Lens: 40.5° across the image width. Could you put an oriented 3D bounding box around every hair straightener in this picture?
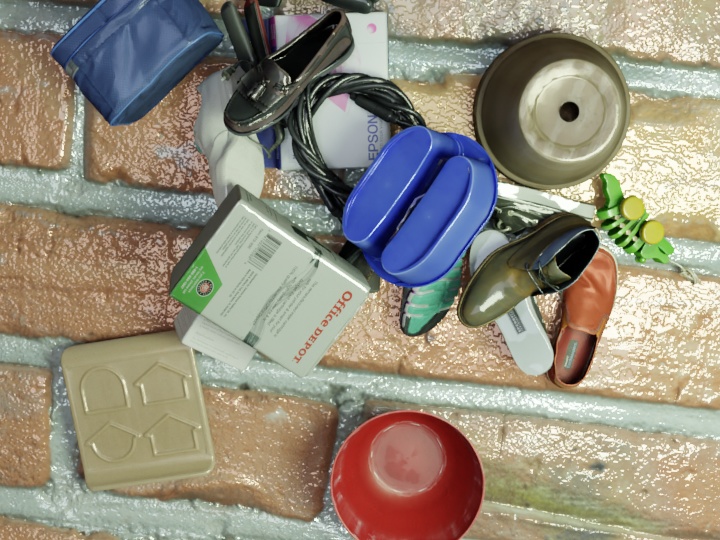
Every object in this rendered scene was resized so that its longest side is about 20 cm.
[{"bbox_3d":[-0.144,-0.238,1.225,0.077,0.041,0.201,-17,99,-34],"label":"hair straightener"}]

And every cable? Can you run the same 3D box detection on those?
[{"bbox_3d":[0.001,-0.162,1.222,0.163,0.051,0.201,-28,99,9],"label":"cable"}]

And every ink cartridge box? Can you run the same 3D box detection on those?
[{"bbox_3d":[-0.110,0.015,1.190,0.200,0.083,0.147,36,100,-19],"label":"ink cartridge box"},{"bbox_3d":[-0.061,-0.229,1.260,0.199,0.043,0.198,-2,99,2],"label":"ink cartridge box"}]

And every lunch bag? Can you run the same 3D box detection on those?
[{"bbox_3d":[-0.274,-0.291,1.212,0.200,0.136,0.132,-41,95,8],"label":"lunch bag"}]

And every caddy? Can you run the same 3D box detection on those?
[{"bbox_3d":[0.073,-0.075,1.166,0.141,0.105,0.200,40,101,22],"label":"caddy"}]

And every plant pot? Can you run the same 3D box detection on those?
[{"bbox_3d":[0.239,-0.192,1.183,0.199,0.174,0.201,1,99,4],"label":"plant pot"}]

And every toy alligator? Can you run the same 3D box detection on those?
[{"bbox_3d":[0.359,-0.038,1.254,0.054,0.059,0.200,-43,103,-3],"label":"toy alligator"}]

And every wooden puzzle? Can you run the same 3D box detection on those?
[{"bbox_3d":[-0.302,0.189,1.340,0.184,0.046,0.201,-9,94,4],"label":"wooden puzzle"}]

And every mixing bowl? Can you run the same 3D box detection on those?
[{"bbox_3d":[0.062,0.266,1.298,0.199,0.108,0.201,0,100,2],"label":"mixing bowl"}]

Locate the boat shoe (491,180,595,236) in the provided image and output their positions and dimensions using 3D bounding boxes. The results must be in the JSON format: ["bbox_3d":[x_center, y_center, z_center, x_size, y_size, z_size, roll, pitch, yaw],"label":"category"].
[{"bbox_3d":[0.200,-0.076,1.254,0.199,0.071,0.064,14,96,-1],"label":"boat shoe"}]

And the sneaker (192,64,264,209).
[{"bbox_3d":[-0.178,-0.157,1.249,0.088,0.075,0.201,-11,73,31],"label":"sneaker"}]

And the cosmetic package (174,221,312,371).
[{"bbox_3d":[-0.149,0.020,1.273,0.101,0.074,0.200,30,99,-28],"label":"cosmetic package"}]

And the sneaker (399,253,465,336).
[{"bbox_3d":[0.088,-0.012,1.285,0.074,0.088,0.201,0,122,-35],"label":"sneaker"}]

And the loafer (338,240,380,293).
[{"bbox_3d":[0.000,0.000,1.283,0.072,0.073,0.200,43,108,-14],"label":"loafer"}]

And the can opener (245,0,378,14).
[{"bbox_3d":[-0.071,-0.369,1.231,0.199,0.079,0.064,14,55,4],"label":"can opener"}]

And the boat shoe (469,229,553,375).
[{"bbox_3d":[0.199,0.038,1.275,0.070,0.066,0.201,-26,95,12],"label":"boat shoe"}]

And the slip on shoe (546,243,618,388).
[{"bbox_3d":[0.292,0.063,1.277,0.074,0.061,0.201,15,98,2],"label":"slip on shoe"}]

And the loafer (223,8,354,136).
[{"bbox_3d":[-0.090,-0.244,1.174,0.200,0.063,0.072,-42,71,-15],"label":"loafer"}]

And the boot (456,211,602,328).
[{"bbox_3d":[0.204,0.001,1.183,0.200,0.097,0.075,-42,101,-3],"label":"boot"}]
